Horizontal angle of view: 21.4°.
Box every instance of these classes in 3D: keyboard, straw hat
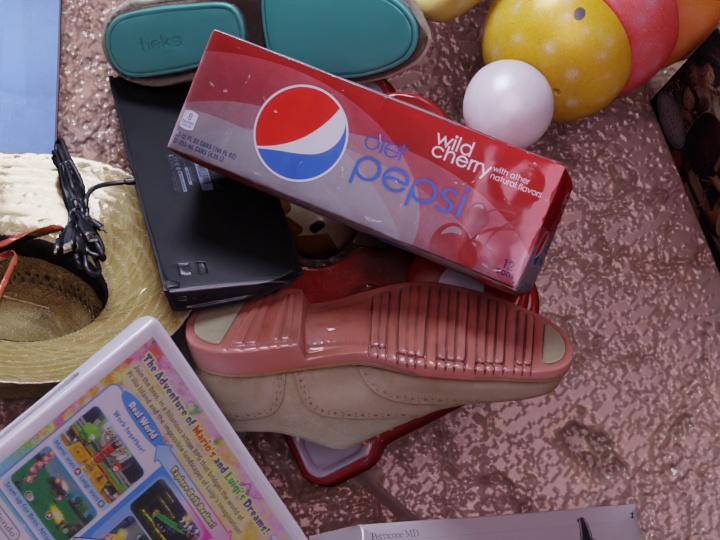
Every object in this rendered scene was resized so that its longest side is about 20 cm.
[{"bbox_3d":[-0.111,-0.046,1.045,0.126,0.021,0.201,-5,40,-14],"label":"keyboard"},{"bbox_3d":[-0.185,0.023,1.034,0.199,0.086,0.202,5,39,-4],"label":"straw hat"}]

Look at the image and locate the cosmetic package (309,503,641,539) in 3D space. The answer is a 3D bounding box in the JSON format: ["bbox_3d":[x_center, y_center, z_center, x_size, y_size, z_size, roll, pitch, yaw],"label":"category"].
[{"bbox_3d":[0.070,0.172,1.016,0.199,0.051,0.083,1,73,-38],"label":"cosmetic package"}]

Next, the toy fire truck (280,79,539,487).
[{"bbox_3d":[0.000,0.000,1.071,0.167,0.112,0.201,-28,81,5],"label":"toy fire truck"}]

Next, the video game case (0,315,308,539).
[{"bbox_3d":[-0.118,0.156,0.944,0.182,0.024,0.201,-40,109,-22],"label":"video game case"}]

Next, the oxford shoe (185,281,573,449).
[{"bbox_3d":[0.011,0.053,0.990,0.198,0.074,0.071,3,34,10],"label":"oxford shoe"}]

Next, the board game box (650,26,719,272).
[{"bbox_3d":[0.236,-0.033,1.092,0.034,0.136,0.201,-19,80,-12],"label":"board game box"}]

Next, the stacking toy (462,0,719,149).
[{"bbox_3d":[0.117,-0.131,1.063,0.146,0.146,0.200,35,51,1],"label":"stacking toy"}]

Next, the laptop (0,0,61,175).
[{"bbox_3d":[-0.259,-0.171,1.059,0.186,0.201,0.116,1,35,-9],"label":"laptop"}]

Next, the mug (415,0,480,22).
[{"bbox_3d":[0.010,-0.240,1.082,0.153,0.187,0.149,-42,120,16],"label":"mug"}]

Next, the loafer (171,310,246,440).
[{"bbox_3d":[-0.107,0.090,1.027,0.070,0.070,0.201,19,81,20],"label":"loafer"}]

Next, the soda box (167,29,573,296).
[{"bbox_3d":[0.006,-0.055,0.986,0.199,0.063,0.070,23,89,11],"label":"soda box"}]

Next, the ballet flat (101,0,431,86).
[{"bbox_3d":[-0.050,-0.141,1.077,0.198,0.062,0.068,2,105,18],"label":"ballet flat"}]
